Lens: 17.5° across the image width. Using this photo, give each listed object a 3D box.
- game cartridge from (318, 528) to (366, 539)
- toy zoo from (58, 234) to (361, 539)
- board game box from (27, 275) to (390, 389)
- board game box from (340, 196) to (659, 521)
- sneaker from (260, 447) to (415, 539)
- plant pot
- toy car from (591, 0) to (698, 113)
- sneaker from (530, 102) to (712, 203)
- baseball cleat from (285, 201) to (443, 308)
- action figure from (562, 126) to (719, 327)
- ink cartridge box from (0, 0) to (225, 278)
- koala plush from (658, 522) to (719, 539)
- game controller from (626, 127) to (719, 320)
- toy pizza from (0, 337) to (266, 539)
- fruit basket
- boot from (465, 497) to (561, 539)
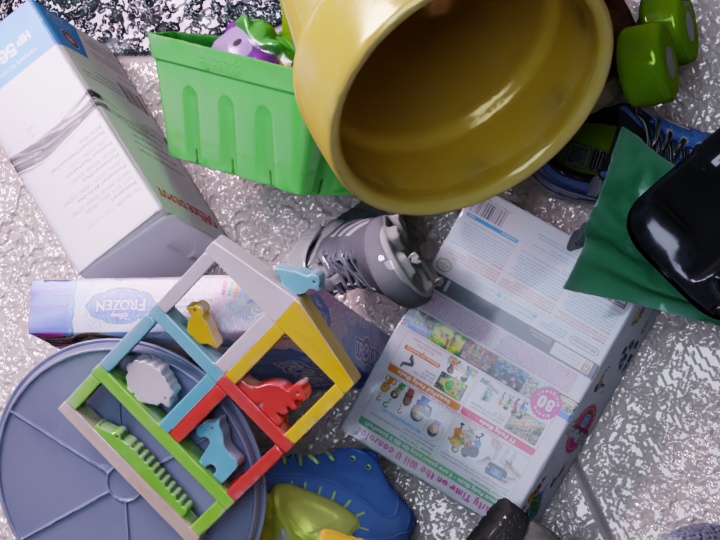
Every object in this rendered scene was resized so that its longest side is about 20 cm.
[{"bbox_3d":[0.050,0.274,1.569,0.199,0.032,0.177,15,114,1],"label":"game cartridge"},{"bbox_3d":[-0.091,0.070,1.530,0.131,0.020,0.200,46,112,1],"label":"toy zoo"},{"bbox_3d":[-0.101,0.046,1.644,0.198,0.200,0.044,-3,75,19],"label":"board game box"},{"bbox_3d":[0.100,0.065,1.645,0.147,0.064,0.201,30,90,21],"label":"board game box"},{"bbox_3d":[-0.047,0.158,1.656,0.199,0.076,0.105,34,51,-4],"label":"sneaker"},{"bbox_3d":[0.033,-0.170,1.502,0.200,0.201,0.189,-39,51,8],"label":"plant pot"},{"bbox_3d":[0.125,-0.212,1.602,0.163,0.158,0.201,-8,110,21],"label":"toy car"},{"bbox_3d":[0.203,-0.070,1.620,0.199,0.089,0.079,10,83,17],"label":"sneaker"},{"bbox_3d":[0.000,0.000,1.631,0.106,0.200,0.070,-30,99,7],"label":"baseball cleat"},{"bbox_3d":[0.240,-0.001,1.577,0.199,0.055,0.119,24,81,-9],"label":"action figure"},{"bbox_3d":[-0.197,-0.083,1.730,0.084,0.146,0.201,-35,71,9],"label":"ink cartridge box"},{"bbox_3d":[0.248,0.259,1.485,0.176,0.200,0.185,11,84,20],"label":"koala plush"},{"bbox_3d":[0.266,-0.050,1.556,0.104,0.042,0.200,41,57,18],"label":"game controller"},{"bbox_3d":[-0.156,0.141,1.597,0.199,0.032,0.202,4,106,16],"label":"toy pizza"},{"bbox_3d":[-0.039,-0.165,1.671,0.215,0.155,0.217,2,92,49],"label":"fruit basket"},{"bbox_3d":[0.101,0.258,1.601,0.130,0.068,0.200,33,120,-6],"label":"boot"}]
